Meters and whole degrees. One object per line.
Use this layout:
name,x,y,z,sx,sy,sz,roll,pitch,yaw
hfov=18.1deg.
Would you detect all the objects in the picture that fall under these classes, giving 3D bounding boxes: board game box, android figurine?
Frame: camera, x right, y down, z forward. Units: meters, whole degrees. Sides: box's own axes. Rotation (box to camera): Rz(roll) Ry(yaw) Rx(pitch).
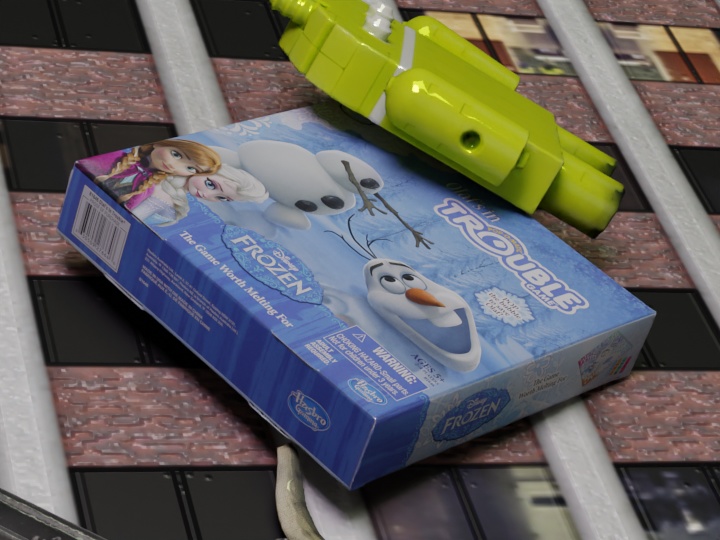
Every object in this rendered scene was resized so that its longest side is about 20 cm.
board game box,0.000,0.000,1.030,0.200,0.044,0.198,39,35,28
android figurine,0.040,-0.088,1.123,0.199,0.041,0.182,32,14,-4

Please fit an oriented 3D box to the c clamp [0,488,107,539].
c clamp,-0.143,0.141,0.824,0.199,0.027,0.171,20,31,8

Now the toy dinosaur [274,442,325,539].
toy dinosaur,0.007,0.134,0.869,0.200,0.048,0.088,38,24,31
